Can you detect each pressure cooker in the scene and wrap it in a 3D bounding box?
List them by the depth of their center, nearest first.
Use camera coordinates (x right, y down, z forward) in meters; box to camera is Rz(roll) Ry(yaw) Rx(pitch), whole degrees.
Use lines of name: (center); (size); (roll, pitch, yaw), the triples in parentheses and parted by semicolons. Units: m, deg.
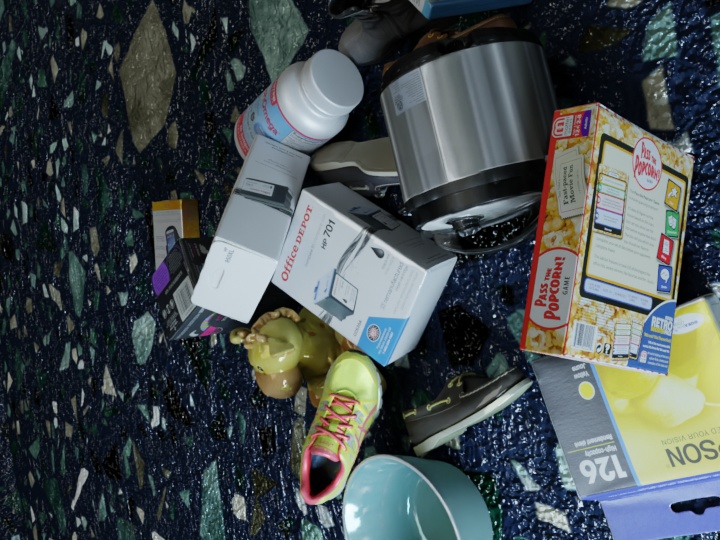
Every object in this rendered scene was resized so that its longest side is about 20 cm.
pressure cooker: (0.117, -0.117, 0.702); (0.176, 0.178, 0.201); (92, 164, -85)

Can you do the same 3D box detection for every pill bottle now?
pill bottle: (-0.085, -0.216, 0.959); (0.200, 0.108, 0.109); (-27, 74, 50)

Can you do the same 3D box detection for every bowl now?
bowl: (0.081, 0.312, 0.844); (0.200, 0.105, 0.202); (5, 97, 47)

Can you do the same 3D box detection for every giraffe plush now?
giraffe plush: (-0.081, 0.112, 0.957); (0.172, 0.162, 0.201); (-33, 70, 44)

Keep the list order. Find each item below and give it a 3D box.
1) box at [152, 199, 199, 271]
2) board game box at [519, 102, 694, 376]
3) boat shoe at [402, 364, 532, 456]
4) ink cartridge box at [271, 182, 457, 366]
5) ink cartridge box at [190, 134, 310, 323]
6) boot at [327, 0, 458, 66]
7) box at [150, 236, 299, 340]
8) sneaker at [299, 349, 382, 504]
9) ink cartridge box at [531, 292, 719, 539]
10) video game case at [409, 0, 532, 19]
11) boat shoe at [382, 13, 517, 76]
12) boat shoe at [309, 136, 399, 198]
box: (-0.349, -0.034, 1.332); (0.119, 0.041, 0.201); (3, 99, 47)
board game box: (0.215, -0.020, 0.594); (0.046, 0.151, 0.201); (2, 80, 54)
boat shoe: (0.115, 0.155, 0.814); (0.201, 0.072, 0.061); (-45, 66, 43)
ink cartridge box: (0.000, 0.000, 0.886); (0.200, 0.086, 0.147); (33, 119, 22)
ink cartridge box: (-0.143, -0.055, 0.923); (0.145, 0.084, 0.201); (123, 165, -47)
boot: (0.008, -0.308, 0.841); (0.200, 0.131, 0.070); (-13, 85, 48)
box: (-0.188, 0.022, 1.038); (0.122, 0.199, 0.106); (-42, 64, 42)
sneaker: (-0.027, 0.196, 0.852); (0.078, 0.090, 0.201); (14, 94, 12)
ink cartridge box: (0.278, 0.150, 0.657); (0.197, 0.047, 0.201); (-32, 68, 43)
video game case: (0.076, -0.342, 0.757); (0.200, 0.143, 0.018); (55, 148, 29)
boat shoe: (0.092, -0.245, 0.800); (0.200, 0.072, 0.068); (-18, 82, 50)
boat shoe: (0.018, -0.130, 0.917); (0.199, 0.073, 0.063); (10, 140, 43)
